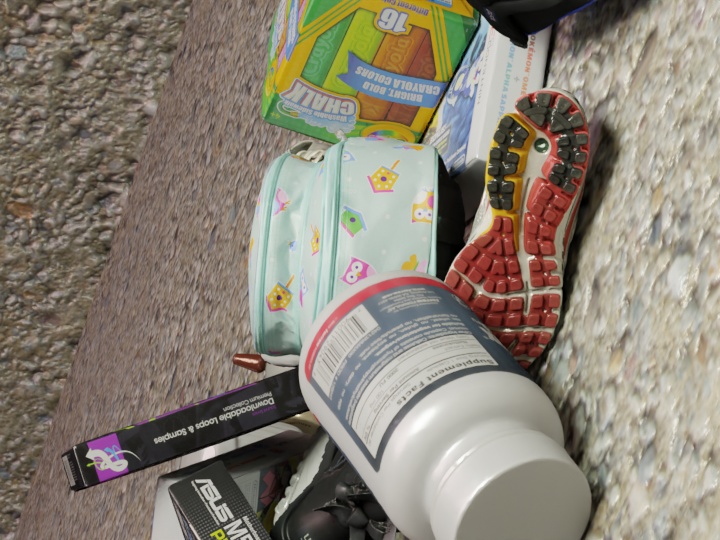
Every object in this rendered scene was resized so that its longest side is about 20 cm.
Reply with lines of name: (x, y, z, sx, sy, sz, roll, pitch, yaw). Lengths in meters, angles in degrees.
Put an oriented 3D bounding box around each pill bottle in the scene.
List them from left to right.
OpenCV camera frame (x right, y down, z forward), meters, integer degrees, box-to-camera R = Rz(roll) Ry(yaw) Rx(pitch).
pill bottle: (0.052, 0.097, 1.377, 0.200, 0.119, 0.120, 50, 126, 51)

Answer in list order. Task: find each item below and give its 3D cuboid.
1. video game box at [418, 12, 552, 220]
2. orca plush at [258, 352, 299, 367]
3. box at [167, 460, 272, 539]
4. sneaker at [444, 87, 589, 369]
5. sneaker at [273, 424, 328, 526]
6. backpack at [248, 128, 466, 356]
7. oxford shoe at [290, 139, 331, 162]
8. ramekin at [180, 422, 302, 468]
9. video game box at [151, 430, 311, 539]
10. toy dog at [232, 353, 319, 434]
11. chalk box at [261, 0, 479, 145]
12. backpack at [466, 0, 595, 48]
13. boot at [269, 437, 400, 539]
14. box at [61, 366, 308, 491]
video game box: (0.088, -0.135, 1.720, 0.200, 0.047, 0.183, 139, 146, -68)
orca plush: (0.000, 0.000, 1.759, 0.071, 0.105, 0.201, -24, -30, -57)
box: (-0.063, 0.251, 1.590, 0.160, 0.044, 0.201, 51, 162, 42)
sneaker: (0.107, -0.022, 1.484, 0.082, 0.077, 0.201, -46, -25, -71)
sneaker: (-0.025, 0.165, 1.724, 0.080, 0.076, 0.201, -7, 59, 34)
backpack: (0.000, -0.006, 1.568, 0.200, 0.152, 0.177, 178, 98, -84)
oxford shoe: (-0.029, -0.069, 1.828, 0.075, 0.058, 0.200, -55, 14, -1)
ramekin: (-0.096, 0.214, 1.941, 0.202, 0.094, 0.204, -174, 90, -77)
video game box: (-0.097, 0.236, 1.758, 0.182, 0.047, 0.201, -12, -67, -57)
toy dog: (-0.045, 0.064, 1.940, 0.200, 0.096, 0.132, 118, 162, -44)
chalk box: (0.000, -0.172, 1.763, 0.124, 0.124, 0.201, -86, 16, -45)
backpack: (0.112, -0.260, 1.501, 0.168, 0.162, 0.200, -56, 10, -6)
boot: (0.032, 0.125, 1.574, 0.162, 0.073, 0.198, -37, 8, 43)
box: (-0.120, 0.116, 1.718, 0.143, 0.199, 0.036, 147, 105, -77)
